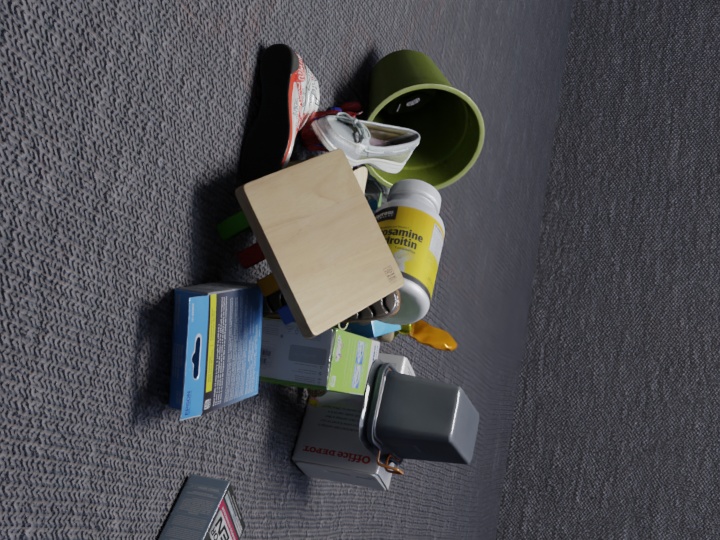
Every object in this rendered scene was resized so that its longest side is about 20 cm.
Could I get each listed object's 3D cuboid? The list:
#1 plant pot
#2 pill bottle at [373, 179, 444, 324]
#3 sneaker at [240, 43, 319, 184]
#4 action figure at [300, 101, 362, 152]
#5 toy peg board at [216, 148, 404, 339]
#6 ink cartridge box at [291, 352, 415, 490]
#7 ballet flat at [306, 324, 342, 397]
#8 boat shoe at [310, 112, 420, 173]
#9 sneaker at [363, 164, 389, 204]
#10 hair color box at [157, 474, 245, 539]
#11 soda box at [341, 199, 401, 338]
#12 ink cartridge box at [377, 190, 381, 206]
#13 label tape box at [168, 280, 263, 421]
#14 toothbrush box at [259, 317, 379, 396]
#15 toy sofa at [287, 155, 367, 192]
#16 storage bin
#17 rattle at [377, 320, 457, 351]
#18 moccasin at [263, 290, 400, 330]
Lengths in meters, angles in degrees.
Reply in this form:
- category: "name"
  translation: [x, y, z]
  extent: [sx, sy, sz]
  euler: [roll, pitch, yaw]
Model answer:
- category: "plant pot"
  translation: [0.085, -0.260, 1.896]
  extent: [0.191, 0.198, 0.201]
  euler: [-103, -177, -51]
- category: "pill bottle"
  translation: [0.061, -0.031, 1.686]
  extent: [0.112, 0.111, 0.201]
  euler: [72, 26, -50]
- category: "sneaker"
  translation: [-0.101, -0.190, 1.557]
  extent: [0.108, 0.067, 0.204]
  euler: [33, 62, -67]
- category: "action figure"
  translation: [-0.023, -0.214, 1.743]
  extent: [0.200, 0.098, 0.066]
  euler: [-32, 126, -64]
- category: "toy peg board"
  translation: [-0.072, -0.027, 1.490]
  extent: [0.199, 0.097, 0.201]
  euler: [-27, 92, -48]
- category: "ink cartridge box"
  translation: [-0.008, 0.234, 1.849]
  extent: [0.084, 0.143, 0.202]
  euler: [64, 37, -57]
- category: "ballet flat"
  translation: [-0.049, 0.096, 1.802]
  extent: [0.065, 0.070, 0.202]
  euler: [33, 75, -47]
- category: "boat shoe"
  translation: [0.008, -0.188, 1.651]
  extent: [0.201, 0.075, 0.065]
  euler: [12, 128, -50]
- category: "sneaker"
  translation: [0.042, -0.153, 1.986]
  extent: [0.200, 0.077, 0.100]
  euler: [61, 36, -61]
- category: "hair color box"
  translation: [-0.211, 0.362, 1.422]
  extent: [0.100, 0.060, 0.201]
  euler: [78, 26, -43]
- category: "soda box"
  translation: [0.000, 0.000, 1.750]
  extent: [0.068, 0.064, 0.202]
  euler: [-12, 91, -49]
- category: "ink cartridge box"
  translation: [-0.001, -0.021, 1.885]
  extent: [0.104, 0.059, 0.202]
  euler: [-71, 165, -72]
- category: "label tape box"
  translation: [-0.186, 0.091, 1.403]
  extent: [0.200, 0.065, 0.145]
  euler: [-10, 104, -69]
- category: "toothbrush box"
  translation: [-0.073, 0.121, 1.620]
  extent: [0.200, 0.144, 0.087]
  euler: [22, 76, -72]
- category: "toy sofa"
  translation: [-0.054, -0.061, 1.678]
  extent: [0.097, 0.082, 0.202]
  euler: [-12, 108, -50]
- category: "storage bin"
  translation: [0.091, 0.228, 1.709]
  extent: [0.200, 0.133, 0.147]
  euler: [53, 47, -62]
- category: "rattle"
  translation: [0.091, 0.020, 1.876]
  extent: [0.130, 0.141, 0.202]
  euler: [6, 93, -71]
- category: "moccasin"
  translation: [-0.043, 0.044, 1.597]
  extent: [0.078, 0.199, 0.074]
  euler: [30, 54, -75]
